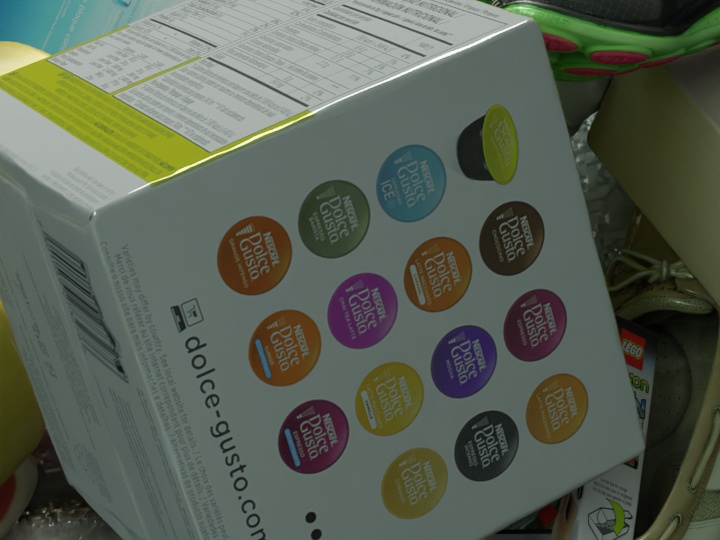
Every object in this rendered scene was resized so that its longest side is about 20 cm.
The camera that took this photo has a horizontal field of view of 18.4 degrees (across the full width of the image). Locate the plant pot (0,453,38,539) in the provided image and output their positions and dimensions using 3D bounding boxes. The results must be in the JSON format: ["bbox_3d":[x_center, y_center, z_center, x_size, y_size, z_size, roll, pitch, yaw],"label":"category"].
[{"bbox_3d":[-0.283,0.082,1.218,0.200,0.200,0.177,-45,68,13],"label":"plant pot"}]

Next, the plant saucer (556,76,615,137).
[{"bbox_3d":[0.111,-0.161,1.032,0.050,0.200,0.200,1,76,16],"label":"plant saucer"}]

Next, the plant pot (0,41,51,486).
[{"bbox_3d":[-0.205,-0.006,1.074,0.201,0.201,0.189,19,51,34],"label":"plant pot"}]

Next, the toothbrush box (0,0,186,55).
[{"bbox_3d":[-0.086,-0.094,1.164,0.200,0.146,0.085,27,92,35],"label":"toothbrush box"}]

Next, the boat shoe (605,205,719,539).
[{"bbox_3d":[0.143,0.042,1.022,0.073,0.063,0.201,-5,65,31],"label":"boat shoe"}]

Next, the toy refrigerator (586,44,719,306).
[{"bbox_3d":[0.193,-0.022,0.992,0.200,0.070,0.076,54,146,28],"label":"toy refrigerator"}]

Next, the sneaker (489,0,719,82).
[{"bbox_3d":[0.126,-0.131,0.950,0.077,0.200,0.084,-11,97,53],"label":"sneaker"}]

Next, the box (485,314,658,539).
[{"bbox_3d":[0.051,0.092,1.039,0.200,0.035,0.110,-17,55,50],"label":"box"}]

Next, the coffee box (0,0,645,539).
[{"bbox_3d":[-0.031,0.002,0.931,0.198,0.200,0.200,-25,25,-19],"label":"coffee box"}]

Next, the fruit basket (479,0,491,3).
[{"bbox_3d":[0.021,-0.261,1.139,0.216,0.155,0.216,-6,80,34],"label":"fruit basket"}]
